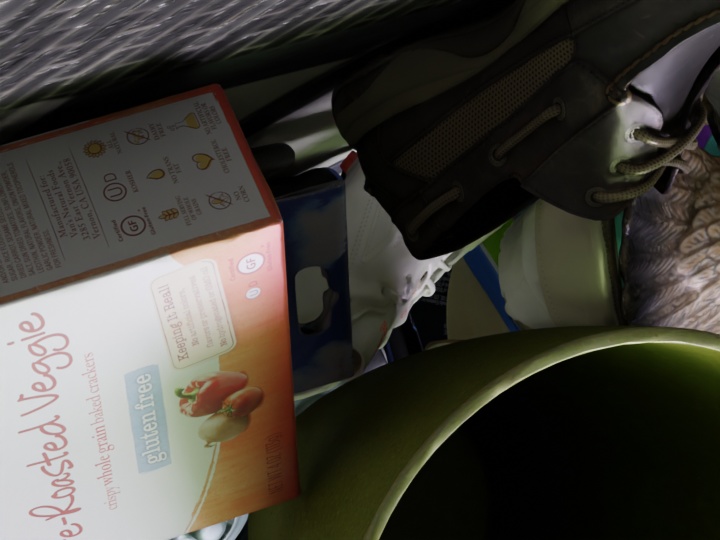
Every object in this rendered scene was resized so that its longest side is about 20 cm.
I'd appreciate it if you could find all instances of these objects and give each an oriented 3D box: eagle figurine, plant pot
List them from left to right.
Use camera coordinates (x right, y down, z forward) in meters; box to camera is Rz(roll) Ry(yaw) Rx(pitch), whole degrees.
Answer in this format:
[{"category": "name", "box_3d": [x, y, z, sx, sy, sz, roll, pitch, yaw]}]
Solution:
[{"category": "plant pot", "box_3d": [0.042, 0.097, 0.871, 0.187, 0.188, 0.200, -18, -166, -19]}, {"category": "eagle figurine", "box_3d": [0.151, -0.039, 0.928, 0.150, 0.152, 0.200, 11, -161, -7]}]

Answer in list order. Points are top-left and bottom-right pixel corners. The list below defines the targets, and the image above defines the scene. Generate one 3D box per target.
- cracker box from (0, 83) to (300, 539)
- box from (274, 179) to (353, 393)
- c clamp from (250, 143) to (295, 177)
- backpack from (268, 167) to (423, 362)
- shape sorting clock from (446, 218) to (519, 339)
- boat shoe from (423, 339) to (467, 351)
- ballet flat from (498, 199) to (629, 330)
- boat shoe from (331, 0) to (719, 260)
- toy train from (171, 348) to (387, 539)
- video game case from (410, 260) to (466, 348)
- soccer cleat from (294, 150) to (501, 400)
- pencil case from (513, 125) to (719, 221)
[{"category": "cracker box", "box_3d": [-0.119, 0.037, 0.758, 0.199, 0.058, 0.134, -17, 144, -11]}, {"category": "box", "box_3d": [-0.103, 0.019, 0.842, 0.199, 0.048, 0.122, -18, 150, -10]}, {"category": "c clamp", "box_3d": [-0.115, -0.006, 0.907, 0.199, 0.027, 0.171, -20, 178, -3]}, {"category": "backpack", "box_3d": [-0.042, 0.073, 1.152, 0.134, 0.201, 0.183, -18, 178, -20]}, {"category": "shape sorting clock", "box_3d": [0.128, -0.001, 1.191, 0.199, 0.200, 0.039, -20, 139, 16]}, {"category": "boat shoe", "box_3d": [0.087, 0.067, 1.008, 0.074, 0.067, 0.200, 22, 169, -29]}, {"category": "ballet flat", "box_3d": [0.085, 0.008, 1.041, 0.069, 0.070, 0.200, -20, 158, 9]}, {"category": "boat shoe", "box_3d": [0.074, -0.053, 0.814, 0.074, 0.074, 0.200, -17, 176, -39]}, {"category": "toy train", "box_3d": [-0.066, 0.099, 1.011, 0.200, 0.114, 0.085, -36, -138, -18]}, {"category": "video game case", "box_3d": [0.020, 0.083, 1.252, 0.199, 0.181, 0.025, 10, 168, 21]}, {"category": "soccer cleat", "box_3d": [0.000, 0.000, 0.970, 0.200, 0.078, 0.069, -29, 139, -16]}, {"category": "pencil case", "box_3d": [0.154, -0.054, 1.130, 0.199, 0.093, 0.085, -19, 166, 17]}]
